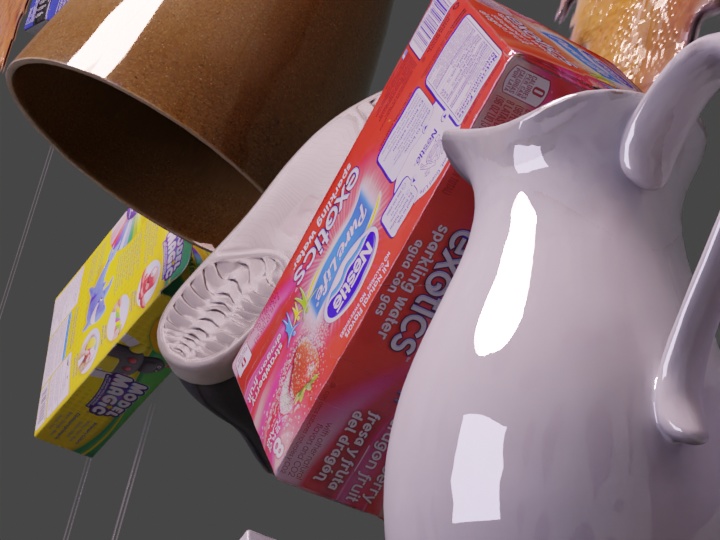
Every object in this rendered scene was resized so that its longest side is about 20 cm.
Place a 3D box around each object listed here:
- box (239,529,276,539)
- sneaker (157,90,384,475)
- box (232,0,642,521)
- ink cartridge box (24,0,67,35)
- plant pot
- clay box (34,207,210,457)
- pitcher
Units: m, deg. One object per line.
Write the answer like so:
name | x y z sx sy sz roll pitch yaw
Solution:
box | -0.086 0.243 0.963 0.200 0.041 0.157 -52 28 34
sneaker | 0.000 0.000 0.963 0.200 0.106 0.075 -42 48 -8
box | 0.038 -0.003 0.844 0.201 0.095 0.100 -60 24 15
ink cartridge box | -0.234 -0.237 1.664 0.200 0.044 0.095 -162 89 -76
plant pot | -0.059 -0.133 1.107 0.201 0.186 0.186 -57 20 -17
clay box | -0.134 0.016 1.260 0.200 0.047 0.116 -44 32 41
pitcher | 0.082 0.032 0.671 0.171 0.120 0.202 -36 44 58
